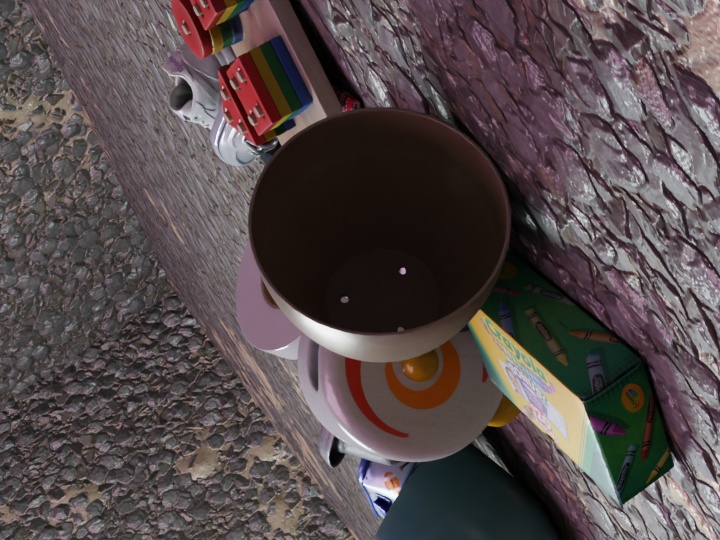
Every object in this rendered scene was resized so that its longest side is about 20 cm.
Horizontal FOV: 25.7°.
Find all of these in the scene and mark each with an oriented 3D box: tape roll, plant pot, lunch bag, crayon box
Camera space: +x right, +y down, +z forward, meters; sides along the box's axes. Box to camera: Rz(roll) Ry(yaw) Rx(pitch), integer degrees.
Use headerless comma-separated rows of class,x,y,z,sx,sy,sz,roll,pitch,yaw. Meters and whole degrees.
tape roll,-0.061,-0.007,1.672,0.037,0.204,0.203,22,-169,-34
plant pot,0.123,0.309,1.736,0.160,0.201,0.201,32,160,21
lunch bag,0.059,0.209,1.789,0.075,0.161,0.200,24,162,20
crayon box,0.159,0.080,1.256,0.200,0.058,0.119,44,163,51
plant pot,0.017,-0.007,1.242,0.201,0.199,0.135,52,164,26

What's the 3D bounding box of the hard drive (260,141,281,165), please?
hard drive,-0.049,-0.059,1.858,0.201,0.033,0.140,61,171,-15

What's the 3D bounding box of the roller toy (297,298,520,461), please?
roller toy,0.041,0.087,1.472,0.201,0.182,0.140,58,167,-7

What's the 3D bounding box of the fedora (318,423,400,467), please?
fedora,0.033,0.123,1.619,0.090,0.200,0.178,21,127,11

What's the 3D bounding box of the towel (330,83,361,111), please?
towel,-0.029,-0.137,1.569,0.200,0.022,0.146,39,153,55

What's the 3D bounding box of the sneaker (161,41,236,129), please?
sneaker,-0.176,-0.199,1.867,0.075,0.099,0.201,45,165,41

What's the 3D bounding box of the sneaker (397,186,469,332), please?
sneaker,0.059,-0.032,1.354,0.201,0.075,0.115,60,167,-9

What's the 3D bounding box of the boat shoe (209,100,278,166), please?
boat shoe,-0.125,-0.160,1.784,0.067,0.073,0.200,51,162,16

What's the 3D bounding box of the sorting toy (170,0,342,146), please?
sorting toy,-0.113,-0.213,1.539,0.201,0.069,0.199,63,165,-3
